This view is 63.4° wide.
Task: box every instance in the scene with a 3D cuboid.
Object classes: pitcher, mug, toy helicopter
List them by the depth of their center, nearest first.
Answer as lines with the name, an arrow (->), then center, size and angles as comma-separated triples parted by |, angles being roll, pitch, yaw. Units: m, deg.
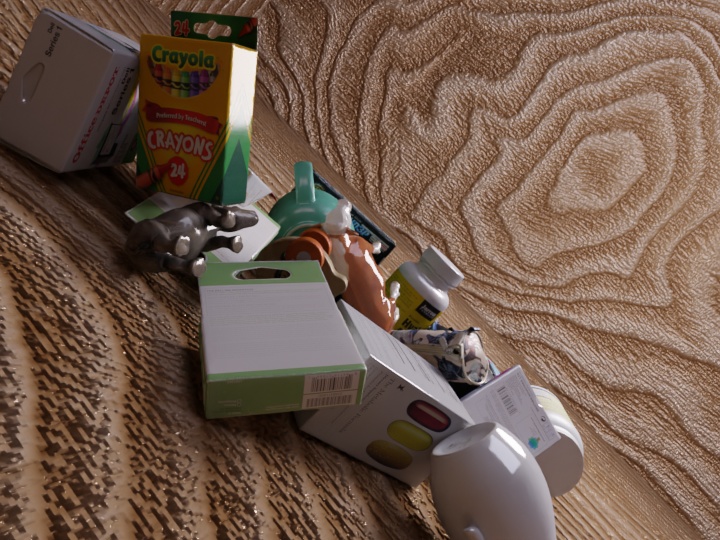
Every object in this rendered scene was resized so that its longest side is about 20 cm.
pitcher -> 0.141, 0.275, 0.599 | 0.171, 0.121, 0.202 | -16, 80, -61
toy helicopter -> -0.067, 0.054, 0.743 | 0.201, 0.131, 0.079 | 60, 11, -10
mug -> -0.090, -0.057, 0.926 | 0.186, 0.151, 0.115 | 52, 7, -18

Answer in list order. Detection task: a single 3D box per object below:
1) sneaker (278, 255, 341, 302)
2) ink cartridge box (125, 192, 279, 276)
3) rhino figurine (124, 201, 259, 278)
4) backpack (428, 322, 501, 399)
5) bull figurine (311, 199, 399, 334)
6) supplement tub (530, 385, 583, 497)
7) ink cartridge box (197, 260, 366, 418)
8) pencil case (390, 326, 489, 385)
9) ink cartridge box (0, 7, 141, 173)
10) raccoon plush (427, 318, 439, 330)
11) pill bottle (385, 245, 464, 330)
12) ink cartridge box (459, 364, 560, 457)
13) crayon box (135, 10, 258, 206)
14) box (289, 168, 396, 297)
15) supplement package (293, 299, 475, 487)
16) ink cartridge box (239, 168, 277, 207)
sneaker -> -0.056, 0.053, 0.818 | 0.200, 0.091, 0.076 | 47, 9, 12
ink cartridge box -> -0.204, -0.052, 0.766 | 0.145, 0.048, 0.200 | 41, 32, -8
rhino figurine -> -0.178, -0.046, 0.653 | 0.086, 0.061, 0.200 | 7, 22, 19
backpack -> 0.152, 0.182, 0.965 | 0.182, 0.135, 0.200 | 42, 10, -3
bull figurine -> 0.000, 0.000, 0.813 | 0.121, 0.065, 0.202 | -28, 101, -67
supplement tub -> 0.327, 0.312, 1.083 | 0.145, 0.145, 0.200 | 43, 11, -1
ink cartridge box -> -0.090, 0.058, 0.590 | 0.144, 0.048, 0.200 | -1, 29, -18
pencil case -> 0.077, 0.119, 0.830 | 0.198, 0.079, 0.089 | -3, -34, 34
ink cartridge box -> -0.311, -0.201, 0.681 | 0.083, 0.146, 0.200 | 29, 12, -6
raccoon plush -> 0.151, 0.150, 1.225 | 0.134, 0.097, 0.200 | 49, 9, -12
pill bottle -> 0.084, 0.056, 1.024 | 0.111, 0.200, 0.111 | 40, 11, -9
ink cartridge box -> 0.174, 0.229, 0.809 | 0.120, 0.199, 0.042 | 61, -30, 9
crayon box -> -0.184, -0.183, 0.649 | 0.126, 0.202, 0.051 | 13, 16, 22
box -> -0.062, -0.052, 1.016 | 0.200, 0.159, 0.046 | 39, 10, -16
supplement package -> 0.023, 0.147, 0.679 | 0.199, 0.114, 0.110 | 37, 12, -33
ink cartridge box -> -0.199, -0.152, 0.801 | 0.162, 0.050, 0.200 | 44, -4, 3
